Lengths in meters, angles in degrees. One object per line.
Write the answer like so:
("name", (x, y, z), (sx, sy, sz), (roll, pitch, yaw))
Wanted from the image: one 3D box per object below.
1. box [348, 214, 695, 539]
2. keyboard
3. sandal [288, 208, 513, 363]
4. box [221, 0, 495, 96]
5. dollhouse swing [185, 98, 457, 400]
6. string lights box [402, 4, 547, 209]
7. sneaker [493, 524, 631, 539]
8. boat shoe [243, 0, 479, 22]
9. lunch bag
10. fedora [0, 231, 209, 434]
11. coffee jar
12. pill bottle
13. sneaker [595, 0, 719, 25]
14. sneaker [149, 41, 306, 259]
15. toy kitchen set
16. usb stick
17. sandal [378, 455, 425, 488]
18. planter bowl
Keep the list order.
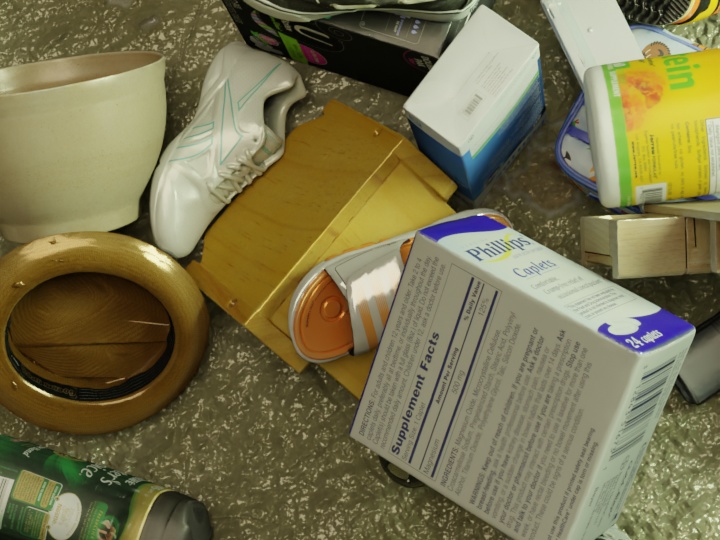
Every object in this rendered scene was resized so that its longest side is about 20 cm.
("box", (0.118, 0.083, 1.346), (0.200, 0.105, 0.185), (30, 116, 25))
("keyboard", (0.212, -0.147, 1.464), (0.056, 0.011, 0.201), (-24, 78, 2))
("sandal", (0.039, 0.009, 1.425), (0.206, 0.059, 0.079), (-27, 111, -13))
("box", (0.002, -0.237, 1.511), (0.199, 0.149, 0.125), (18, 81, 11))
("dollhouse swing", (0.000, 0.000, 1.523), (0.200, 0.176, 0.182), (-51, 35, -3))
("string lights box", (0.096, -0.126, 1.448), (0.059, 0.200, 0.103), (37, 85, 13))
("sneaker", (0.167, 0.205, 1.413), (0.200, 0.116, 0.075), (36, 87, 13))
("boat shoe", (-0.005, -0.235, 1.402), (0.199, 0.064, 0.071), (3, 81, 9))
("lunch bag", (0.269, -0.099, 1.485), (0.200, 0.076, 0.161), (29, 86, 14))
("fedora", (-0.228, 0.041, 1.505), (0.200, 0.082, 0.201), (-4, 116, -9))
("coffee jar", (-0.224, 0.202, 1.478), (0.199, 0.104, 0.086), (17, 84, 11))
("pill bottle", (0.277, -0.116, 1.388), (0.199, 0.111, 0.112), (-8, 77, 5))
("sneaker", (0.217, -0.252, 1.531), (0.200, 0.090, 0.070), (29, 109, 37))
("sneaker", (-0.115, -0.099, 1.529), (0.080, 0.070, 0.201), (19, 79, 25))
("toy kitchen set", (0.288, 0.040, 1.348), (0.199, 0.163, 0.181), (-3, 94, -13))
("usb stick", (0.336, 0.038, 1.466), (0.200, 0.033, 0.056), (-33, 79, 0))
("sandal", (0.104, 0.107, 1.475), (0.201, 0.057, 0.080), (-33, 65, 7))
("planter bowl", (-0.254, -0.100, 1.513), (0.199, 0.200, 0.135), (-6, 104, 7))
